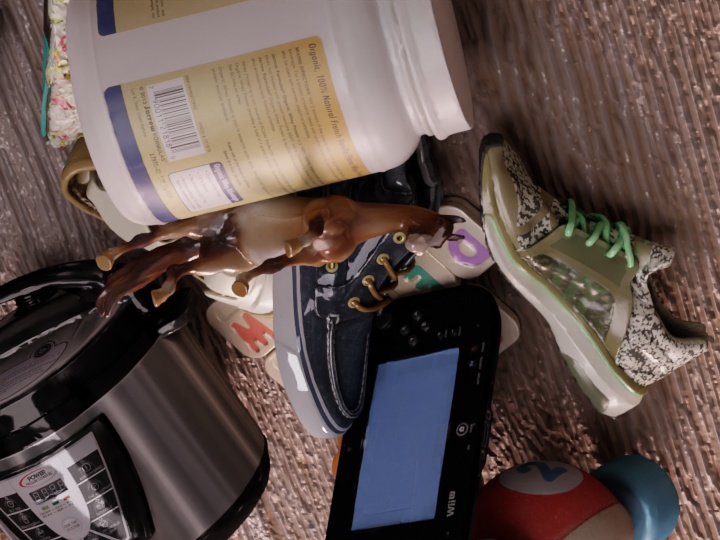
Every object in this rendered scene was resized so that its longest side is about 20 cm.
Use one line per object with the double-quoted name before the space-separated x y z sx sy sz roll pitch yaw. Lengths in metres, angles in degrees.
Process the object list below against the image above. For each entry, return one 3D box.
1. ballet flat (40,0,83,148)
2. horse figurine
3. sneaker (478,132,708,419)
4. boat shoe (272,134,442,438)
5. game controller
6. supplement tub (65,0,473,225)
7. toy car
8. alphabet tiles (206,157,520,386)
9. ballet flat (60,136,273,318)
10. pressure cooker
"ballet flat" -0.153 -0.150 1.480 0.064 0.076 0.200 10 130 5
"horse figurine" -0.059 -0.014 1.421 0.200 0.133 0.050 -6 103 35
"sneaker" 0.137 -0.010 1.478 0.089 0.077 0.200 -26 118 20
"boat shoe" 0.000 0.000 1.483 0.091 0.071 0.200 -3 97 23
"game controller" 0.031 0.103 1.497 0.042 0.200 0.104 29 148 -34
"supplement tub" -0.048 -0.114 1.396 0.200 0.144 0.144 -13 120 8
"toy car" 0.055 0.146 1.573 0.200 0.184 0.177 48 131 16
"alphabet tiles" -0.006 0.006 1.571 0.196 0.015 0.200 41 128 -11
"ballet flat" -0.097 -0.015 1.548 0.200 0.063 0.069 31 126 5
"pressure cooker" -0.176 0.092 1.598 0.179 0.176 0.200 2 130 57
